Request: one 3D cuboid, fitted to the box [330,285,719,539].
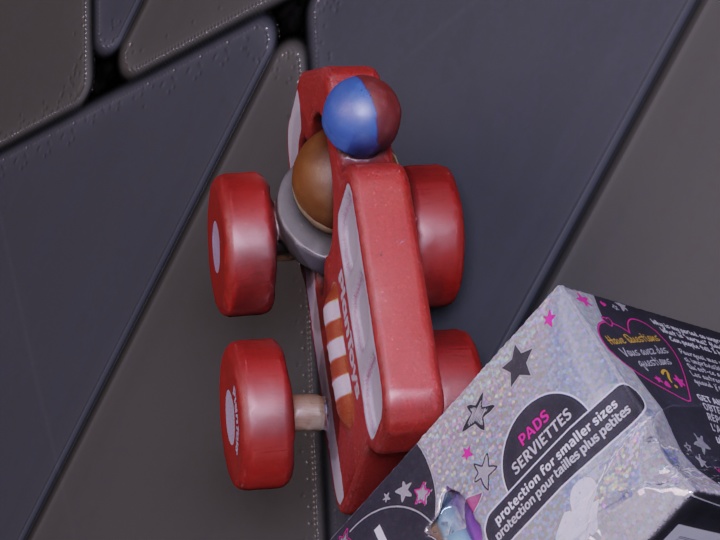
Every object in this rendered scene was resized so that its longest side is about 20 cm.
[{"bbox_3d":[0.079,0.121,1.013,0.200,0.132,0.115,-50,48,23],"label":"box"}]

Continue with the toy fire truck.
[{"bbox_3d":[0.000,0.000,1.101,0.168,0.111,0.201,112,153,-64],"label":"toy fire truck"}]
